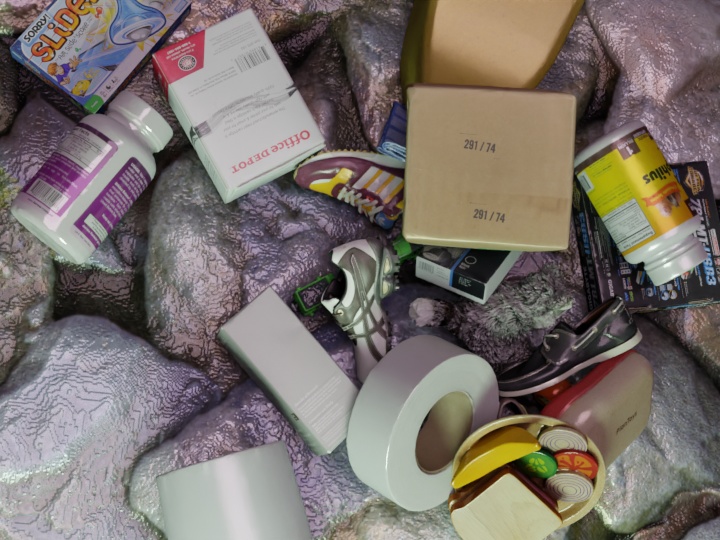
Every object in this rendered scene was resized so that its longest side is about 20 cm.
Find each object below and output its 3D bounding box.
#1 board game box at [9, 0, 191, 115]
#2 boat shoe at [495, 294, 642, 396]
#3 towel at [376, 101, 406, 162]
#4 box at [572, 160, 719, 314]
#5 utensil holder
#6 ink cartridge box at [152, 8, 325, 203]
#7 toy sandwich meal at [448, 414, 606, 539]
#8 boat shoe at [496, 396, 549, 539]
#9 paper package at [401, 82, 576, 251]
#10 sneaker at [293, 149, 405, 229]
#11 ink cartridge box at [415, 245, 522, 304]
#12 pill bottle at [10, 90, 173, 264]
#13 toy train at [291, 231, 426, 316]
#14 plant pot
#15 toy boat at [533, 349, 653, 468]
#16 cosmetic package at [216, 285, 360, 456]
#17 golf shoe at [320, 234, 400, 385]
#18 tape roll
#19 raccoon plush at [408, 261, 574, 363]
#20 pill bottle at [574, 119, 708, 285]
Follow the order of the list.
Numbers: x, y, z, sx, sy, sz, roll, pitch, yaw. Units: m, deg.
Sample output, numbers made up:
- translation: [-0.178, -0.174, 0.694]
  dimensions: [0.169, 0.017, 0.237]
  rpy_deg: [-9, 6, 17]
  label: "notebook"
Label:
- translation: [-0.331, -0.310, 1.347]
  dimensions: [0.135, 0.034, 0.201]
  rpy_deg: [37, 75, -3]
  label: "board game box"
- translation: [0.255, 0.098, 1.335]
  dimensions: [0.199, 0.072, 0.068]
  rpy_deg: [-27, 104, 2]
  label: "boat shoe"
- translation: [0.123, -0.152, 1.371]
  dimensions: [0.199, 0.024, 0.147]
  rpy_deg: [25, 33, -4]
  label: "towel"
- translation: [0.398, -0.044, 1.440]
  dimensions: [0.197, 0.050, 0.202]
  rpy_deg: [-6, 80, -13]
  label: "box"
- translation: [-0.136, 0.313, 1.204]
  dimensions: [0.168, 0.170, 0.202]
  rpy_deg: [-14, 82, -13]
  label: "utensil holder"
- translation: [-0.156, -0.207, 1.339]
  dimensions: [0.144, 0.083, 0.201]
  rpy_deg: [-28, 87, -15]
  label: "ink cartridge box"
- translation: [0.194, 0.260, 1.245]
  dimensions: [0.203, 0.070, 0.207]
  rpy_deg: [3, 121, 5]
  label: "toy sandwich meal"
- translation: [0.202, 0.260, 1.337]
  dimensions: [0.071, 0.060, 0.202]
  rpy_deg: [-11, 82, -13]
  label: "boat shoe"
- translation: [0.148, -0.121, 1.246]
  dimensions: [0.198, 0.103, 0.193]
  rpy_deg: [3, 96, 3]
  label: "paper package"
- translation: [0.013, -0.101, 1.358]
  dimensions: [0.198, 0.075, 0.091]
  rpy_deg: [0, 74, -11]
  label: "sneaker"
- translation: [0.160, -0.044, 1.337]
  dimensions: [0.099, 0.039, 0.200]
  rpy_deg: [21, 45, 22]
  label: "ink cartridge box"
- translation: [-0.320, -0.117, 1.275]
  dimensions: [0.112, 0.112, 0.201]
  rpy_deg: [37, 75, -3]
  label: "pill bottle"
- translation: [0.000, 0.000, 1.346]
  dimensions: [0.199, 0.056, 0.042]
  rpy_deg: [-28, 86, -15]
  label: "toy train"
- translation: [0.152, -0.290, 1.362]
  dimensions: [0.193, 0.195, 0.201]
  rpy_deg: [22, 78, -6]
  label: "plant pot"
- translation: [0.279, 0.174, 1.345]
  dimensions: [0.199, 0.130, 0.132]
  rpy_deg: [-30, 128, -40]
  label: "toy boat"
- translation: [-0.083, 0.123, 1.282]
  dimensions: [0.090, 0.107, 0.200]
  rpy_deg: [-43, 89, -15]
  label: "cosmetic package"
- translation: [-0.006, 0.053, 1.298]
  dimensions: [0.094, 0.078, 0.202]
  rpy_deg: [-3, 110, -15]
  label: "golf shoe"
- translation: [0.078, 0.182, 1.262]
  dimensions: [0.201, 0.071, 0.204]
  rpy_deg: [-20, 120, -39]
  label: "tape roll"
- translation: [0.175, 0.046, 1.303]
  dimensions: [0.199, 0.134, 0.097]
  rpy_deg: [2, 55, -48]
  label: "raccoon plush"
- translation: [0.366, -0.085, 1.362]
  dimensions: [0.109, 0.109, 0.201]
  rpy_deg: [-28, 85, -15]
  label: "pill bottle"
